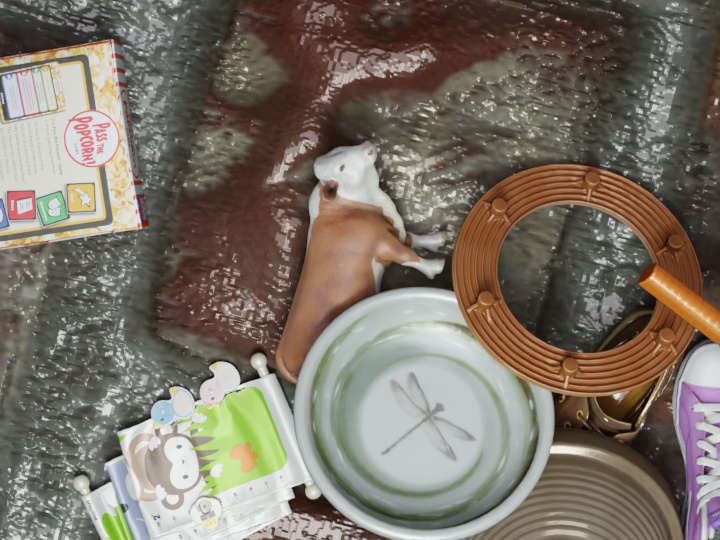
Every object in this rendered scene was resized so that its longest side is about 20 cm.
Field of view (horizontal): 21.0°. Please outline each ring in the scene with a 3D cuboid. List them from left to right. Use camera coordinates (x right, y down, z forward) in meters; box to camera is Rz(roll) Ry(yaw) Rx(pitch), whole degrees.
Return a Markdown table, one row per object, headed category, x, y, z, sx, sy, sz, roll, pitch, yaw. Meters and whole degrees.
| category | x | y | z | sx | sy | sz | roll | pitch | yaw |
| --- | --- | --- | --- | --- | --- | --- | --- | --- | --- |
| ring | 0.170 | 0.002 | 1.506 | 0.198 | 0.019 | 0.202 | 4 | 62 | -7 |

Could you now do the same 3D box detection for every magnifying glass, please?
| category | x | y | z | sx | sy | sz | roll | pitch | yaw |
| --- | --- | --- | --- | --- | --- | --- | --- | --- | --- |
| magnifying glass | 0.296 | 0.060 | 1.480 | 0.199 | 0.080 | 0.023 | 35 | 70 | -8 |

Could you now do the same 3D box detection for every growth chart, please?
| category | x | y | z | sx | sy | sz | roll | pitch | yaw |
| --- | --- | --- | --- | --- | --- | --- | --- | --- | --- |
| growth chart | -0.133 | 0.168 | 1.576 | 0.199 | 0.018 | 0.146 | -32 | 91 | 2 |

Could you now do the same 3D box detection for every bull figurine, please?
| category | x | y | z | sx | sy | sz | roll | pitch | yaw |
| --- | --- | --- | --- | --- | --- | --- | --- | --- | --- |
| bull figurine | 0.000 | 0.000 | 1.537 | 0.120 | 0.065 | 0.202 | 17 | 98 | -6 |

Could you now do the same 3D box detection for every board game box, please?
| category | x | y | z | sx | sy | sz | roll | pitch | yaw |
| --- | --- | --- | --- | --- | --- | --- | --- | --- | --- |
| board game box | -0.279 | -0.093 | 1.549 | 0.198 | 0.046 | 0.153 | -8 | 93 | 2 |

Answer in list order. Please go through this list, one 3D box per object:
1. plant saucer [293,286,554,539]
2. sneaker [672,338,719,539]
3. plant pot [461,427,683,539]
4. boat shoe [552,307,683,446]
| category | x | y | z | sx | sy | sz | roll | pitch | yaw |
| --- | --- | --- | --- | --- | --- | --- | --- | --- | --- |
| plant saucer | 0.047 | 0.114 | 1.481 | 0.198 | 0.050 | 0.202 | 1 | 67 | -3 |
| sneaker | 0.286 | 0.157 | 1.516 | 0.072 | 0.114 | 0.203 | -2 | 92 | 3 |
| plant pot | 0.153 | 0.231 | 1.503 | 0.198 | 0.093 | 0.203 | 2 | 113 | 4 |
| boat shoe | 0.185 | 0.116 | 1.538 | 0.072 | 0.068 | 0.201 | 37 | 94 | -1 |
